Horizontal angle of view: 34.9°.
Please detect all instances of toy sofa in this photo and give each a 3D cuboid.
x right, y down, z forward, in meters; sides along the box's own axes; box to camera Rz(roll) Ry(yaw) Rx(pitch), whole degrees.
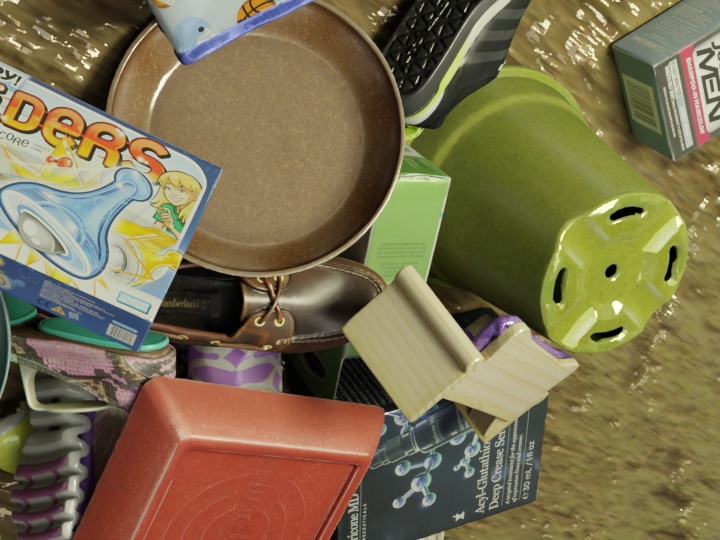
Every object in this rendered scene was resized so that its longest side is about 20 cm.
[{"bbox_3d":[0.077,0.055,0.811,0.098,0.083,0.200,-41,157,9],"label":"toy sofa"}]

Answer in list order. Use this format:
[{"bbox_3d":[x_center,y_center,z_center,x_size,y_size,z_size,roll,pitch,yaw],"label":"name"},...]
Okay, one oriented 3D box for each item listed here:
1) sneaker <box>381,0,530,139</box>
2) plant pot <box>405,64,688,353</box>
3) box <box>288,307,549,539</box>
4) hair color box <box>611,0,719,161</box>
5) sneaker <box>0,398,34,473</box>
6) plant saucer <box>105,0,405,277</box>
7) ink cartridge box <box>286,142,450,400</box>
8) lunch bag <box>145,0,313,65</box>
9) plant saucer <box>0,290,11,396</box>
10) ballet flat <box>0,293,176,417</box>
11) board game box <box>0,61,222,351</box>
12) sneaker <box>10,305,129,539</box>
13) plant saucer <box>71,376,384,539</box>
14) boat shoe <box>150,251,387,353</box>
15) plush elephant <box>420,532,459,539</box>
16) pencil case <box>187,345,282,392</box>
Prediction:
[{"bbox_3d":[0.084,-0.187,0.856,0.200,0.072,0.083,-49,148,6],"label":"sneaker"},{"bbox_3d":[0.145,-0.035,0.889,0.200,0.184,0.201,-14,123,-22],"label":"plant pot"},{"bbox_3d":[0.049,0.137,0.983,0.199,0.107,0.149,-13,123,-22],"label":"box"},{"bbox_3d":[0.319,-0.191,0.975,0.200,0.061,0.099,-32,127,-10],"label":"hair color box"},{"bbox_3d":[-0.190,0.153,0.879,0.200,0.076,0.076,24,105,-35],"label":"sneaker"},{"bbox_3d":[-0.071,-0.093,0.777,0.200,0.037,0.201,1,82,-7],"label":"plant saucer"},{"bbox_3d":[0.000,0.000,0.879,0.059,0.104,0.201,-2,117,-27],"label":"ink cartridge box"},{"bbox_3d":[-0.064,-0.251,0.692,0.200,0.124,0.170,-28,125,-4],"label":"lunch bag"},{"bbox_3d":[-0.305,0.026,0.714,0.199,0.027,0.201,3,108,10],"label":"plant saucer"},{"bbox_3d":[-0.218,0.054,0.752,0.199,0.069,0.071,16,101,9],"label":"ballet flat"},{"bbox_3d":[-0.195,-0.050,0.678,0.200,0.136,0.034,25,137,-9],"label":"board game box"},{"bbox_3d":[-0.191,0.116,0.818,0.088,0.080,0.201,15,73,-46],"label":"sneaker"},{"bbox_3d":[-0.092,0.175,0.795,0.200,0.037,0.200,13,112,-37],"label":"plant saucer"},{"bbox_3d":[-0.078,0.023,0.785,0.199,0.070,0.071,-2,87,-1],"label":"boat shoe"},{"bbox_3d":[0.089,0.328,1.095,0.165,0.200,0.155,31,77,-51],"label":"plush elephant"},{"bbox_3d":[-0.088,0.102,0.867,0.085,0.084,0.201,-4,99,-12],"label":"pencil case"}]
